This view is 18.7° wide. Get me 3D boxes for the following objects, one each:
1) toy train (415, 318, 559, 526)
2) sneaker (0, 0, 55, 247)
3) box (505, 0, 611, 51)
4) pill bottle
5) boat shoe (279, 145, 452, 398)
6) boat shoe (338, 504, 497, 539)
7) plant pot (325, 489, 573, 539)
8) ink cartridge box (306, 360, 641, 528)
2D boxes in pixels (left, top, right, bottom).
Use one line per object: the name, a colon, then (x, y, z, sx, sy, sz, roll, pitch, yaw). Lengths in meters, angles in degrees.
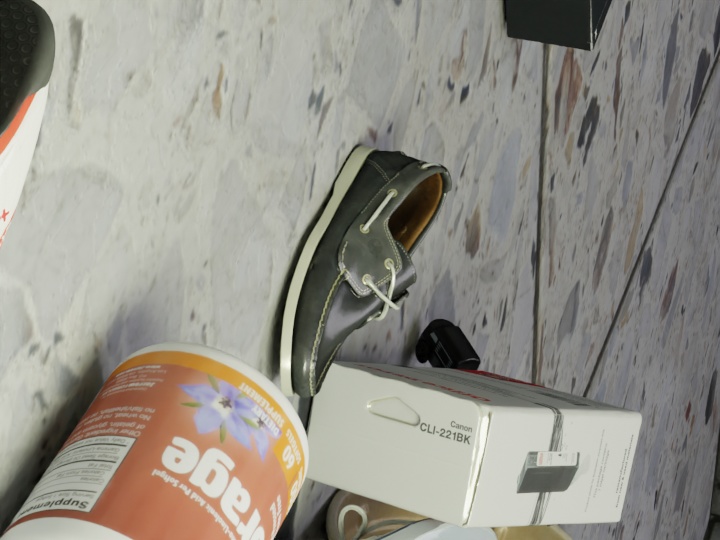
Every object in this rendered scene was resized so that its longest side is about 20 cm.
toy train: (0.100, 0.110, 1.634, 0.034, 0.200, 0.046, -5, 136, -33)
sneaker: (-0.163, 0.000, 0.822, 0.108, 0.067, 0.202, 71, 38, -63)
box: (0.177, -0.298, 1.762, 0.141, 0.079, 0.200, 79, 27, -47)
pill bottle: (-0.107, 0.134, 1.021, 0.200, 0.112, 0.112, -61, 157, -47)
boat shoe: (0.000, 0.000, 1.387, 0.072, 0.067, 0.200, 86, 24, -49)
boat shoe: (-0.004, 0.198, 1.419, 0.202, 0.086, 0.075, -17, 116, -40)
plant pot: (0.048, 0.276, 1.571, 0.200, 0.200, 0.184, -44, 154, -64)
ink cartridge box: (0.076, 0.118, 1.489, 0.200, 0.144, 0.084, 8, 94, -53)
